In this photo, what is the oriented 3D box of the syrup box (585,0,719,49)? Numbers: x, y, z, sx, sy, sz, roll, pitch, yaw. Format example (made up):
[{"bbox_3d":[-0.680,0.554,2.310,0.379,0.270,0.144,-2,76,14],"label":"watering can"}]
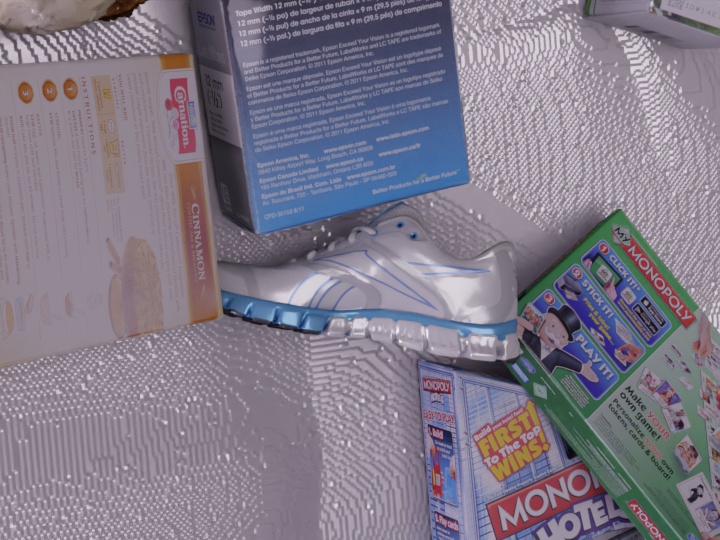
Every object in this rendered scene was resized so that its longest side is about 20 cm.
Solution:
[{"bbox_3d":[0.215,-0.248,1.363,0.078,0.081,0.201,14,88,-24],"label":"syrup box"}]

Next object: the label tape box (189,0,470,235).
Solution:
[{"bbox_3d":[-0.021,-0.136,1.269,0.143,0.066,0.201,-14,106,-20],"label":"label tape box"}]

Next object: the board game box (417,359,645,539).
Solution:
[{"bbox_3d":[0.120,0.133,1.361,0.199,0.062,0.201,-22,102,-20],"label":"board game box"}]

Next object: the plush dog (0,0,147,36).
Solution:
[{"bbox_3d":[-0.166,-0.211,1.187,0.199,0.161,0.173,10,114,-22],"label":"plush dog"}]

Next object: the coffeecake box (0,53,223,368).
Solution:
[{"bbox_3d":[-0.170,-0.034,1.170,0.200,0.073,0.154,-12,96,-54],"label":"coffeecake box"}]

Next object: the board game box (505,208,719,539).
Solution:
[{"bbox_3d":[0.181,0.076,1.344,0.200,0.029,0.134,51,52,0],"label":"board game box"}]

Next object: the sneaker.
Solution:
[{"bbox_3d":[0.000,0.000,1.278,0.199,0.075,0.087,7,91,-3],"label":"sneaker"}]
